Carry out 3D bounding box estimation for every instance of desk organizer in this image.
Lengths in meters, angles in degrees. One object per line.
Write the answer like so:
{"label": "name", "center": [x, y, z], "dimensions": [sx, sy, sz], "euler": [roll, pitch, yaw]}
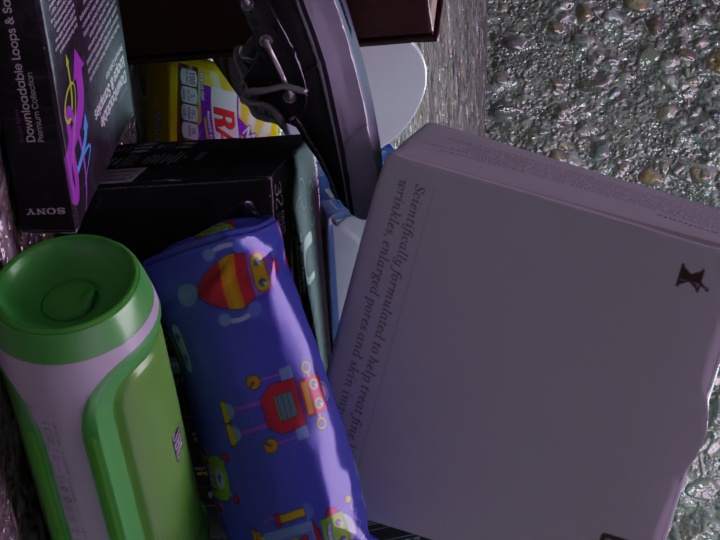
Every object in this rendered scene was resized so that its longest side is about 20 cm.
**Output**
{"label": "desk organizer", "center": [-0.056, -0.172, 1.308], "dimensions": [0.072, 0.199, 0.077], "euler": [-80, 164, -53]}

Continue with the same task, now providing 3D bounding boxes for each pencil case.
{"label": "pencil case", "center": [-0.053, 0.069, 1.186], "dimensions": [0.087, 0.078, 0.201], "euler": [-8, -79, 61]}

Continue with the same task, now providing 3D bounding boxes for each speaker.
{"label": "speaker", "center": [-0.127, 0.082, 1.150], "dimensions": [0.089, 0.088, 0.201], "euler": [-83, 168, -49]}

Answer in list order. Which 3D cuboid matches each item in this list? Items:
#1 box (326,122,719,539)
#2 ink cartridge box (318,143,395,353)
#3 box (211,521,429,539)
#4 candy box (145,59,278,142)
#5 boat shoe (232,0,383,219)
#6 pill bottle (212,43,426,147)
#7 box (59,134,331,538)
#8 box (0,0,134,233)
{"label": "box", "center": [0.092, 0.046, 1.260], "dimensions": [0.131, 0.199, 0.200], "euler": [-45, 152, -76]}
{"label": "ink cartridge box", "center": [0.000, 0.000, 1.466], "dimensions": [0.200, 0.076, 0.137], "euler": [-120, -154, -72]}
{"label": "box", "center": [-0.014, 0.146, 1.502], "dimensions": [0.048, 0.199, 0.159], "euler": [46, 40, -40]}
{"label": "candy box", "center": [-0.090, -0.032, 1.454], "dimensions": [0.102, 0.026, 0.201], "euler": [13, 71, -50]}
{"label": "boat shoe", "center": [-0.036, -0.114, 1.253], "dimensions": [0.074, 0.068, 0.200], "euler": [-93, 168, -59]}
{"label": "pill bottle", "center": [-0.042, -0.160, 1.433], "dimensions": [0.200, 0.115, 0.116], "euler": [-125, -161, -45]}
{"label": "box", "center": [-0.087, 0.036, 1.306], "dimensions": [0.149, 0.123, 0.201], "euler": [-59, 145, -75]}
{"label": "box", "center": [-0.156, -0.139, 1.172], "dimensions": [0.143, 0.036, 0.201], "euler": [-76, 161, -61]}
